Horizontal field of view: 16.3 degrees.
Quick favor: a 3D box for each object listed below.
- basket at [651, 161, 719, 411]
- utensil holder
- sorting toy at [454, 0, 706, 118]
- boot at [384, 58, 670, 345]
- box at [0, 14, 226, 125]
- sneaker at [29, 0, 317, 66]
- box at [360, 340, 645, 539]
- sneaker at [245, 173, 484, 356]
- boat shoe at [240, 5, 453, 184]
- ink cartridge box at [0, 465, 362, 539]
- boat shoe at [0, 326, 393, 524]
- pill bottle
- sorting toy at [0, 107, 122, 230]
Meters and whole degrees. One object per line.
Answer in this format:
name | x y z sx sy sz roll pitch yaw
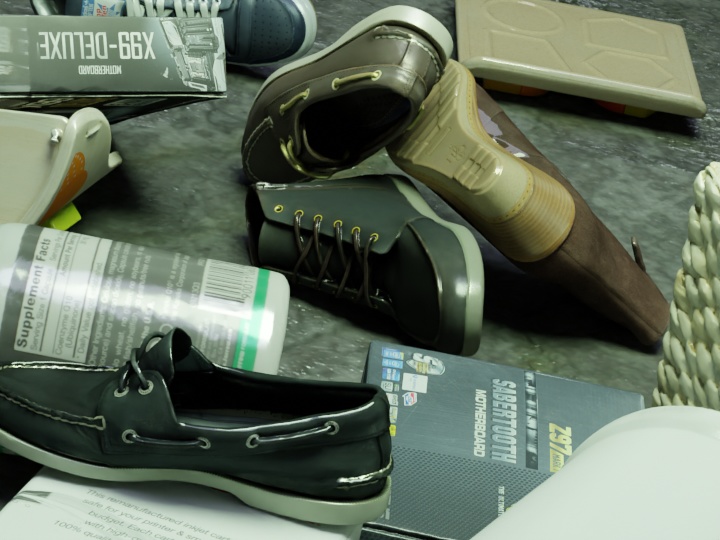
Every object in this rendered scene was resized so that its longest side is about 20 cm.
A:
basket | 0.259 0.067 1.306 0.159 0.200 0.200 1 29 -12
utensil holder | 0.104 0.172 1.068 0.169 0.171 0.200 26 33 26
sorting toy | 0.161 -0.161 1.891 0.184 0.037 0.200 10 22 -4
boot | 0.101 -0.040 1.554 0.166 0.072 0.200 40 9 -30
box | -0.192 -0.120 1.532 0.157 0.050 0.200 -3 -1 -28
sneaker | -0.136 -0.179 1.749 0.199 0.071 0.108 16 21 23
box | 0.071 0.114 1.291 0.156 0.051 0.200 13 26 -2
sneaker | 0.000 0.000 1.471 0.105 0.075 0.200 -2 20 -18
boat shoe | -0.018 -0.093 1.544 0.072 0.200 0.060 36 52 -20
ink cartridge box | -0.099 0.160 1.091 0.143 0.084 0.200 18 27 12
boat shoe | -0.079 0.059 1.131 0.198 0.067 0.075 15 25 6
pill bottle | -0.141 0.040 1.259 0.198 0.114 0.113 11 26 -2
sorting toy | -0.226 -0.058 1.460 0.198 0.108 0.180 7 12 15
